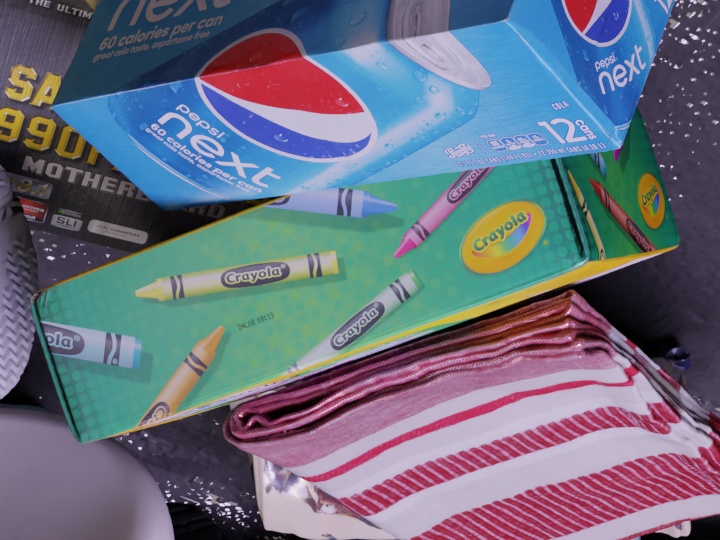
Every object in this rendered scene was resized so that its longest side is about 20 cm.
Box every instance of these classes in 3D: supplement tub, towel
[{"bbox_3d":[-0.148,0.173,1.006,0.144,0.145,0.200,2,128,0],"label":"supplement tub"},{"bbox_3d":[0.060,0.073,0.919,0.144,0.023,0.200,-19,149,23],"label":"towel"}]

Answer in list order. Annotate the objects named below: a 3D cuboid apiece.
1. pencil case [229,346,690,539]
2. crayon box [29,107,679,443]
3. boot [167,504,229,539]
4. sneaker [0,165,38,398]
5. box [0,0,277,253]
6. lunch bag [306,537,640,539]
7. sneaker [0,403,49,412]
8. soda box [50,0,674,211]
[{"bbox_3d":[0.044,0.072,1.030,0.199,0.078,0.090,0,134,2],"label":"pencil case"},{"bbox_3d":[0.000,0.000,0.851,0.200,0.058,0.119,-20,176,22],"label":"crayon box"},{"bbox_3d":[-0.057,0.220,1.121,0.073,0.198,0.163,-20,130,-20],"label":"boot"},{"bbox_3d":[-0.199,-0.031,0.890,0.115,0.075,0.200,-26,91,39],"label":"sneaker"},{"bbox_3d":[-0.044,-0.068,0.904,0.200,0.048,0.159,14,137,-12],"label":"box"},{"bbox_3d":[0.045,0.171,1.138,0.160,0.083,0.200,6,136,0],"label":"lunch bag"},{"bbox_3d":[-0.212,0.133,1.118,0.139,0.078,0.200,6,128,-1],"label":"sneaker"},{"bbox_3d":[-0.003,-0.071,0.763,0.200,0.068,0.064,-6,142,43],"label":"soda box"}]
